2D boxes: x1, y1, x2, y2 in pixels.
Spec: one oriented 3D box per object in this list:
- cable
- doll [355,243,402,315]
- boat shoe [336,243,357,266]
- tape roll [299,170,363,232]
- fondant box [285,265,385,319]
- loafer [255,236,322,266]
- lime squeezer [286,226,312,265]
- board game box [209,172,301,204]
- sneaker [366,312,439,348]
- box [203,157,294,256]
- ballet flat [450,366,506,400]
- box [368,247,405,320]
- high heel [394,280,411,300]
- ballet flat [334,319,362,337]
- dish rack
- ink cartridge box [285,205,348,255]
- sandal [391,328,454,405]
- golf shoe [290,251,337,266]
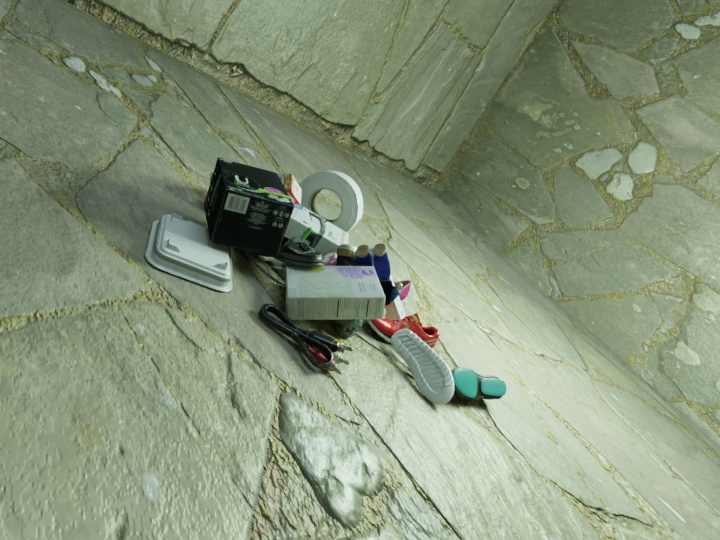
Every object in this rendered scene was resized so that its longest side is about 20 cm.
[{"bbox_3d":[-0.113,0.135,1.001,0.200,0.050,0.097,23,35,6],"label":"cable"},{"bbox_3d":[0.030,0.032,1.251,0.136,0.200,0.048,-4,34,8],"label":"doll"},{"bbox_3d":[0.000,0.000,1.319,0.075,0.062,0.200,5,-19,32],"label":"boat shoe"},{"bbox_3d":[-0.094,-0.195,1.569,0.202,0.203,0.071,34,17,2],"label":"tape roll"},{"bbox_3d":[-0.059,0.045,1.126,0.200,0.058,0.144,1,27,-10],"label":"fondant box"},{"bbox_3d":[-0.166,-0.053,1.194,0.200,0.063,0.072,13,11,36],"label":"loafer"},{"bbox_3d":[-0.147,-0.040,1.268,0.071,0.200,0.038,-13,69,-11],"label":"lime squeezer"},{"bbox_3d":[-0.259,-0.205,1.334,0.200,0.046,0.152,1,-5,3],"label":"board game box"},{"bbox_3d":[0.104,0.132,1.264,0.200,0.085,0.077,24,20,-27],"label":"sneaker"},{"bbox_3d":[-0.247,-0.141,1.146,0.148,0.124,0.200,12,24,-26],"label":"box"},{"bbox_3d":[0.254,0.266,1.219,0.200,0.073,0.073,18,24,-37],"label":"ballet flat"},{"bbox_3d":[0.058,0.037,1.298,0.200,0.041,0.039,68,27,-23],"label":"box"},{"bbox_3d":[0.052,0.054,1.353,0.200,0.096,0.067,14,27,-45],"label":"high heel"},{"bbox_3d":[-0.029,0.076,1.209,0.072,0.072,0.200,26,19,-22],"label":"ballet flat"},{"bbox_3d":[-0.330,-0.046,1.054,0.171,0.044,0.200,23,20,-26],"label":"dish rack"},{"bbox_3d":[-0.135,-0.096,1.436,0.200,0.084,0.145,30,19,-11],"label":"ink cartridge box"},{"bbox_3d":[0.141,0.212,1.171,0.203,0.082,0.050,57,-14,36],"label":"sandal"},{"bbox_3d":[-0.084,0.007,1.301,0.092,0.073,0.200,51,31,19],"label":"golf shoe"}]
